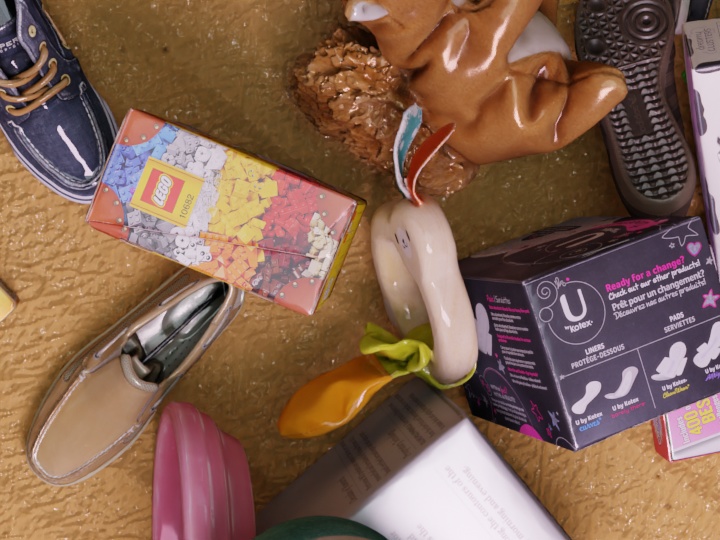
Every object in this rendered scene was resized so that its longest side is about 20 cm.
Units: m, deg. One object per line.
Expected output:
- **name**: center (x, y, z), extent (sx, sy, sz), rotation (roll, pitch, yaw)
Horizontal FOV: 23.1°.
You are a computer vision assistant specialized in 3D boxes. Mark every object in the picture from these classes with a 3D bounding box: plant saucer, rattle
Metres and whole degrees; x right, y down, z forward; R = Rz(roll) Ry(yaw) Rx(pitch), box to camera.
- **plant saucer**: center (-0.104, 0.187, 1.163), extent (0.051, 0.201, 0.201), rotation (1, 95, -13)
- **rattle**: center (0.000, 0.000, 1.138), extent (0.142, 0.130, 0.200), rotation (-9, 140, -1)

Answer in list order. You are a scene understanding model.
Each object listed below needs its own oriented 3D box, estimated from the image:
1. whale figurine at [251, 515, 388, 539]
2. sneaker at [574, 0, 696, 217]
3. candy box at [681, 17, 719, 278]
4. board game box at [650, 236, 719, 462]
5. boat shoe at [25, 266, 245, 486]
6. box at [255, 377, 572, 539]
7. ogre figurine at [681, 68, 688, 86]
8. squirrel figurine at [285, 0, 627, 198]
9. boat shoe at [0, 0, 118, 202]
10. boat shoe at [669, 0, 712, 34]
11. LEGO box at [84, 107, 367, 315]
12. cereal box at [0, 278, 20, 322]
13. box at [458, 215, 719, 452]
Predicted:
- **whale figurine**: center (-0.009, 0.228, 1.043), extent (0.159, 0.104, 0.200), rotation (-36, 121, 0)
- **sneaker**: center (0.188, -0.117, 1.223), extent (0.070, 0.076, 0.201), rotation (-6, 64, 4)
- **candy box**: center (0.324, -0.093, 1.168), extent (0.199, 0.072, 0.168), rotation (-9, 123, 10)
- **board game box**: center (0.302, 0.044, 1.273), extent (0.199, 0.040, 0.153), rotation (-10, 96, -5)
- **boat shoe**: center (-0.158, 0.070, 1.207), extent (0.072, 0.076, 0.200), rotation (39, 90, -8)
- **box**: center (0.051, 0.208, 1.181), extent (0.171, 0.200, 0.199), rotation (-40, 98, -3)
- **ogre figurine**: center (0.338, -0.136, 1.234), extent (0.200, 0.098, 0.120), rotation (29, 103, 3)
- **squirrel figurine**: center (0.037, -0.144, 1.161), extent (0.186, 0.142, 0.200), rotation (28, 123, -38)
- **boat shoe**: center (-0.224, -0.131, 1.166), extent (0.071, 0.091, 0.201), rotation (-31, 98, -2)
- **boat shoe**: center (0.260, -0.258, 1.225), extent (0.063, 0.073, 0.201), rotation (13, 89, -4)
- **LEGO box**: center (-0.079, -0.038, 1.133), extent (0.149, 0.200, 0.077), rotation (23, 93, 1)
- **cereal box**: center (-0.352, -0.002, 1.197), extent (0.144, 0.040, 0.200), rotation (-42, 98, -1)
- **box**: center (0.145, 0.033, 1.168), extent (0.132, 0.200, 0.115), rotation (-20, 98, -14)
